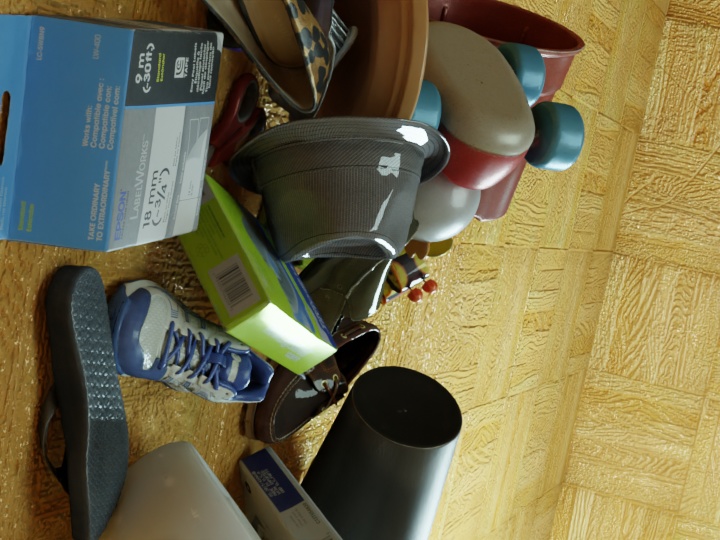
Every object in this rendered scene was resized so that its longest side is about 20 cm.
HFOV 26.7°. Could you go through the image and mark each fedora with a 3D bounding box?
[{"bbox_3d":[-0.016,-0.053,1.208,0.200,0.176,0.091,150,-61,-70],"label":"fedora"}]

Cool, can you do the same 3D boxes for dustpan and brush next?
[{"bbox_3d":[-0.047,-0.155,1.265,0.200,0.057,0.140,-51,-157,36],"label":"dustpan and brush"}]

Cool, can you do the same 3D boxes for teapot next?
[{"bbox_3d":[-0.143,0.238,1.153,0.146,0.197,0.200,-36,128,-7],"label":"teapot"}]

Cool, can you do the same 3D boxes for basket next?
[{"bbox_3d":[0.017,0.203,1.501,0.181,0.136,0.200,-116,-144,-45],"label":"basket"}]

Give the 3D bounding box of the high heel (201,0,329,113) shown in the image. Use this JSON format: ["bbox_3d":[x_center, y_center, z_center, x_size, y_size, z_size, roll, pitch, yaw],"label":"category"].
[{"bbox_3d":[-0.085,-0.188,1.030,0.200,0.071,0.143,14,55,-63],"label":"high heel"}]

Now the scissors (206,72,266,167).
[{"bbox_3d":[-0.120,-0.085,1.196,0.200,0.014,0.073,-59,157,-46],"label":"scissors"}]

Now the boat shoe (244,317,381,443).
[{"bbox_3d":[-0.043,0.101,1.469,0.200,0.070,0.071,-53,151,-49],"label":"boat shoe"}]

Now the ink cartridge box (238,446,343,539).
[{"bbox_3d":[-0.046,0.297,1.422,0.041,0.200,0.200,-24,133,-21],"label":"ink cartridge box"}]

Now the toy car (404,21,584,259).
[{"bbox_3d":[0.066,-0.105,1.386,0.200,0.184,0.177,-63,-145,34],"label":"toy car"}]

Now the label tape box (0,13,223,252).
[{"bbox_3d":[-0.165,-0.089,0.980,0.200,0.063,0.145,-21,122,-69],"label":"label tape box"}]

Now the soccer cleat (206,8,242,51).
[{"bbox_3d":[-0.061,-0.233,1.195,0.073,0.068,0.200,91,20,-55],"label":"soccer cleat"}]

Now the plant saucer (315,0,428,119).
[{"bbox_3d":[-0.002,-0.189,1.284,0.200,0.037,0.201,-178,-90,-67],"label":"plant saucer"}]

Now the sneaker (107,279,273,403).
[{"bbox_3d":[-0.127,0.058,1.159,0.200,0.088,0.075,30,76,-70],"label":"sneaker"}]

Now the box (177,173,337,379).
[{"bbox_3d":[-0.083,0.011,1.219,0.122,0.048,0.200,61,6,20],"label":"box"}]

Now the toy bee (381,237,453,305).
[{"bbox_3d":[0.029,-0.003,1.514,0.131,0.109,0.200,-37,160,7],"label":"toy bee"}]

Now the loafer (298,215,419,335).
[{"bbox_3d":[0.000,0.000,1.368,0.200,0.070,0.075,-40,-169,51],"label":"loafer"}]

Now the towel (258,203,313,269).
[{"bbox_3d":[-0.050,-0.046,1.426,0.200,0.018,0.086,23,82,-72],"label":"towel"}]

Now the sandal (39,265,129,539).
[{"bbox_3d":[-0.198,0.092,1.061,0.076,0.043,0.201,-47,136,-69],"label":"sandal"}]

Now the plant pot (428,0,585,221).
[{"bbox_3d":[0.105,-0.167,1.556,0.201,0.200,0.196,-36,144,-63],"label":"plant pot"}]
